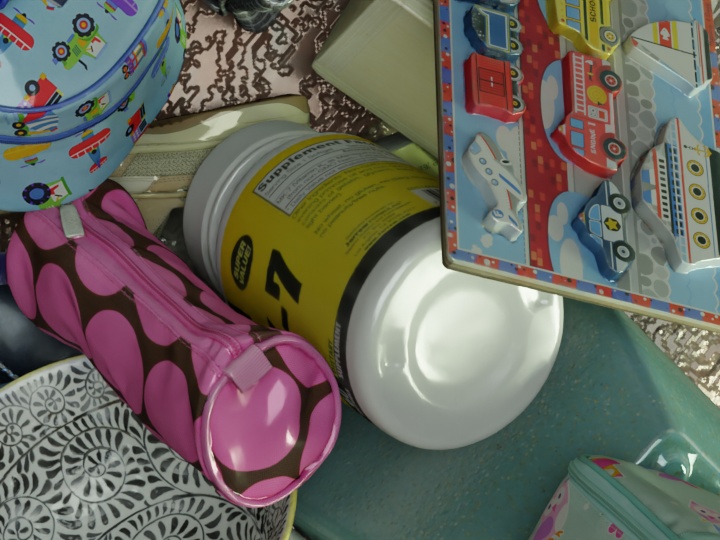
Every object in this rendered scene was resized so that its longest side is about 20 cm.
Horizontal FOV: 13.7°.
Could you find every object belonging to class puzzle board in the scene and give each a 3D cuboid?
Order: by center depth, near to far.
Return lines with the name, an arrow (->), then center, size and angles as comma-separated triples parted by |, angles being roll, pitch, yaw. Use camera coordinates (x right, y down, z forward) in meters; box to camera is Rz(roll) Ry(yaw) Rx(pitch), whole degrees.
puzzle board -> 0.106, -0.071, 1.395 | 0.150, 0.017, 0.201 | 13, 53, -19

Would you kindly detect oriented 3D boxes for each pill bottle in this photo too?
pill bottle -> 0.000, 0.000, 1.439 | 0.114, 0.200, 0.115 | -11, 113, -27

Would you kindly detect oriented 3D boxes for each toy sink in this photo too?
toy sink -> 0.101, -0.112, 1.508 | 0.200, 0.112, 0.131 | 35, 63, -9

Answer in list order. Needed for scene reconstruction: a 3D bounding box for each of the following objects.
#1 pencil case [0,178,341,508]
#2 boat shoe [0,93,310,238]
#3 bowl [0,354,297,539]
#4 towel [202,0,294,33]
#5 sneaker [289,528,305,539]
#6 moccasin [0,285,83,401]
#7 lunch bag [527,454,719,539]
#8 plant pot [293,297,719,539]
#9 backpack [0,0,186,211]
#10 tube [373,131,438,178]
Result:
pencil case -> -0.092, 0.027, 1.404 | 0.091, 0.200, 0.094 | -27, 130, -26
boat shoe -> -0.117, -0.041, 1.524 | 0.199, 0.072, 0.065 | -12, 95, -14
bowl -> -0.117, 0.144, 1.445 | 0.200, 0.201, 0.094 | -26, 139, -6
towel -> -0.012, -0.205, 1.482 | 0.086, 0.166, 0.200 | 44, 86, -12
sneaker -> -0.076, 0.209, 1.545 | 0.080, 0.083, 0.201 | 4, 113, -41
moccasin -> -0.116, 0.048, 1.529 | 0.199, 0.068, 0.081 | 22, 90, -9
lunch bag -> 0.180, 0.159, 1.315 | 0.199, 0.160, 0.077 | 24, 97, -29
plant pot -> 0.101, 0.116, 1.472 | 0.197, 0.200, 0.196 | -49, 119, -3
backpack -> -0.177, -0.135, 1.398 | 0.200, 0.135, 0.183 | 34, 63, 1
tube -> 0.054, 0.023, 1.565 | 0.058, 0.052, 0.201 | -14, 102, 28
